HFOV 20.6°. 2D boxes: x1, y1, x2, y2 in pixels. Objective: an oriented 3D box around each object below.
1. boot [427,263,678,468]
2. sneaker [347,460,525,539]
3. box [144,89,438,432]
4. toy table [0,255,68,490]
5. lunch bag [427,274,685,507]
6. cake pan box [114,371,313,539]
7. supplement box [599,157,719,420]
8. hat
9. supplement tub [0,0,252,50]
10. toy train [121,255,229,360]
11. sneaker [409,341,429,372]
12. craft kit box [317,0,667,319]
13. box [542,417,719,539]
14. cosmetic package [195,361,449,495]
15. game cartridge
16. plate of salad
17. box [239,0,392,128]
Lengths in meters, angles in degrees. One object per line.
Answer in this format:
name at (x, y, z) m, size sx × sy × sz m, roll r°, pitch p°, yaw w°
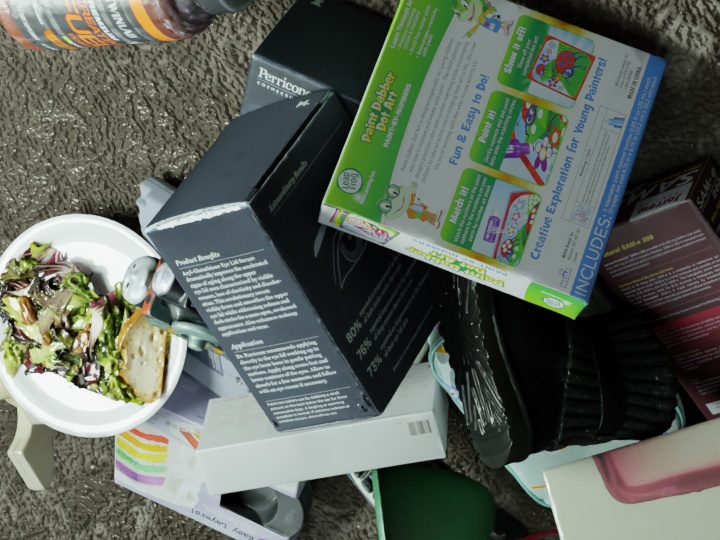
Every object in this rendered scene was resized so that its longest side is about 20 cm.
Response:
boot at (0.142, 0.036, 1.471) m, size 0.079 × 0.157 × 0.212 m, roll -14°, pitch 89°, yaw 65°
sneaker at (0.053, 0.230, 1.803) m, size 0.200 × 0.078 × 0.086 m, roll 39°, pitch 140°, yaw -5°
box at (-0.041, -0.006, 1.452) m, size 0.104 × 0.148 × 0.200 m, roll -13°, pitch 119°, yaw 37°
toy table at (-0.322, 0.101, 1.875) m, size 0.184 × 0.117 × 0.200 m, roll -18°, pitch 118°, yaw 39°
lunch bag at (0.161, 0.083, 1.586) m, size 0.160 × 0.077 × 0.200 m, roll -35°, pitch 111°, yaw 11°
cake pan box at (-0.135, 0.179, 1.862) m, size 0.200 × 0.052 × 0.184 m, roll 24°, pitch 148°, yaw 7°
supplement box at (0.269, 0.021, 1.512) m, size 0.109 × 0.061 × 0.200 m, roll -21°, pitch 115°, yaw 40°
hat at (0.107, 0.209, 1.664) m, size 0.175 × 0.200 × 0.166 m, roll -8°, pitch 107°, yaw 4°
supplement tub at (-0.179, -0.227, 1.521) m, size 0.199 × 0.107 × 0.107 m, roll -1°, pitch 126°, yaw 30°
toy train at (-0.098, 0.040, 1.592) m, size 0.200 × 0.085 × 0.114 m, roll 25°, pitch 167°, yaw -36°
sneaker at (-0.009, 0.075, 1.706) m, size 0.084 × 0.075 × 0.200 m, roll 40°, pitch 134°, yaw -8°
craft kit box at (0.095, -0.092, 1.400) m, size 0.197 × 0.200 × 0.049 m, roll 22°, pitch 161°, yaw -2°
box at (0.254, 0.179, 1.495) m, size 0.199 × 0.109 × 0.128 m, roll -17°, pitch 165°, yaw 11°
cosmetic package at (-0.029, 0.130, 1.626) m, size 0.199 × 0.083 × 0.051 m, roll -10°, pitch 119°, yaw 10°
game cartridge at (-0.131, 0.025, 1.725) m, size 0.133 × 0.041 × 0.200 m, roll 35°, pitch 145°, yaw 39°
plate of salad at (-0.248, 0.051, 1.741) m, size 0.199 × 0.048 × 0.201 m, roll 3°, pitch 100°, yaw 19°
box at (-0.013, -0.092, 1.542) m, size 0.148 × 0.107 × 0.200 m, roll 24°, pitch 134°, yaw 10°
